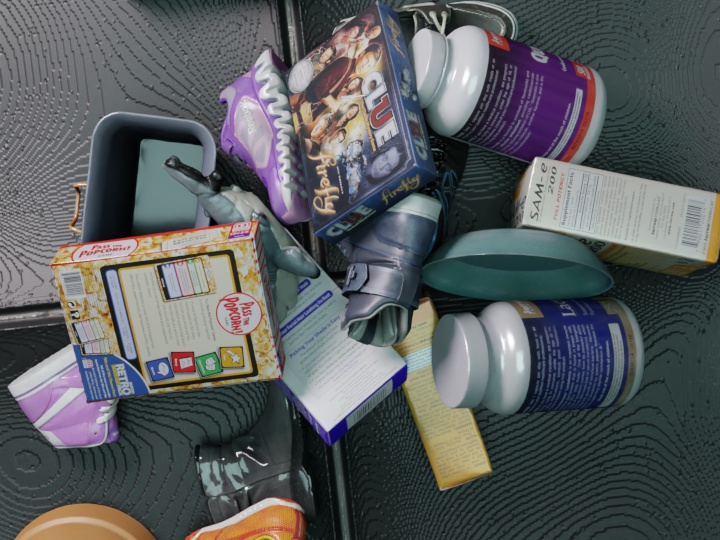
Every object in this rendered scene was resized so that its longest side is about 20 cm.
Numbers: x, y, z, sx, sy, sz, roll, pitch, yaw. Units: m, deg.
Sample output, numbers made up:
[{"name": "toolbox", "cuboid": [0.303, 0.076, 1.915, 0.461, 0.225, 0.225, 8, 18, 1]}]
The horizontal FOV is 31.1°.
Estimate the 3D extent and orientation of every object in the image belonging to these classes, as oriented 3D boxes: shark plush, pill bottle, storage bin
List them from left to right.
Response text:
[{"name": "storage bin", "cuboid": [-0.219, -0.058, 1.339, 0.144, 0.134, 0.202, 7, 95, 0]}, {"name": "shark plush", "cuboid": [-0.118, -0.029, 1.257, 0.083, 0.091, 0.200, -41, 129, -2]}, {"name": "pill bottle", "cuboid": [0.141, -0.177, 1.307, 0.198, 0.112, 0.114, 15, 96, -21]}, {"name": "pill bottle", "cuboid": [0.179, 0.088, 1.327, 0.198, 0.116, 0.117, -2, 96, -21]}]

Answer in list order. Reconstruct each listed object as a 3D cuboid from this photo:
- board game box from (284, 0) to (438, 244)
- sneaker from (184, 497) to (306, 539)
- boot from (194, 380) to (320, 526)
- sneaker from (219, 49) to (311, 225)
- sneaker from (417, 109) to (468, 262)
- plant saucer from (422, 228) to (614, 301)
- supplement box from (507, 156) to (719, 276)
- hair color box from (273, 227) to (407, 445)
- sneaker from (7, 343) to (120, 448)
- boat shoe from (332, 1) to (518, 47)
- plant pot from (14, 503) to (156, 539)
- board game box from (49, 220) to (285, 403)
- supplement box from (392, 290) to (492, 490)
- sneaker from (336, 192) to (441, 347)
[{"name": "board game box", "cuboid": [-0.003, -0.146, 1.268, 0.135, 0.034, 0.202, -32, 54, 31]}, {"name": "sneaker", "cuboid": [-0.137, 0.308, 1.373, 0.073, 0.078, 0.199, 31, 129, -30]}, {"name": "boot", "cuboid": [-0.120, 0.185, 1.397, 0.130, 0.070, 0.202, -7, 91, 7]}, {"name": "sneaker", "cuboid": [-0.099, -0.127, 1.335, 0.088, 0.080, 0.202, -23, 59, 15]}, {"name": "sneaker", "cuboid": [0.074, -0.094, 1.357, 0.072, 0.082, 0.202, 8, 95, 0]}, {"name": "plant saucer", "cuboid": [0.158, -0.007, 1.315, 0.198, 0.200, 0.036, 5, 76, 0]}, {"name": "supplement box", "cuboid": [0.258, -0.052, 1.331, 0.198, 0.126, 0.074, 11, 83, 0]}, {"name": "hair color box", "cuboid": [-0.056, 0.067, 1.340, 0.109, 0.065, 0.200, -38, 74, -13]}, {"name": "sneaker", "cuboid": [-0.267, 0.118, 1.393, 0.199, 0.073, 0.115, -31, 98, 14]}, {"name": "boat shoe", "cuboid": [0.068, -0.242, 1.351, 0.198, 0.064, 0.072, -6, 95, 1]}, {"name": "plant pot", "cuboid": [-0.306, 0.366, 1.378, 0.198, 0.140, 0.203, 0, 96, 1]}, {"name": "board game box", "cuboid": [-0.183, 0.042, 1.251, 0.198, 0.046, 0.153, -7, 113, 5]}, {"name": "supplement box", "cuboid": [0.079, 0.128, 1.386, 0.068, 0.067, 0.202, -22, 94, 3]}, {"name": "sneaker", "cuboid": [-0.001, 0.000, 1.304, 0.076, 0.202, 0.148, 13, 84, -28]}]
